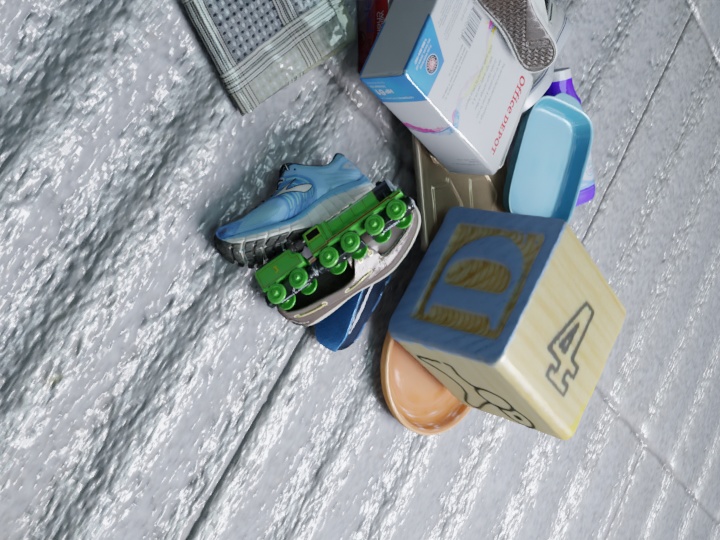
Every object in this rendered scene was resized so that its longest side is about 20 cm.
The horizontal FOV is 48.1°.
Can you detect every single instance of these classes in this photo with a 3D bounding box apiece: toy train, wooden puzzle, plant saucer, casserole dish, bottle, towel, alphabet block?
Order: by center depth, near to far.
[{"bbox_3d":[-0.029,-0.029,0.884,0.198,0.057,0.042,-35,157,7],"label":"toy train"},{"bbox_3d":[-0.101,-0.304,0.896,0.200,0.034,0.195,-42,119,-28],"label":"towel"},{"bbox_3d":[0.187,0.063,1.021,0.200,0.193,0.199,44,70,-38],"label":"alphabet block"},{"bbox_3d":[0.132,-0.136,1.103,0.197,0.046,0.190,-17,106,-41],"label":"wooden puzzle"},{"bbox_3d":[0.099,0.121,1.108,0.197,0.037,0.206,-5,98,-38],"label":"plant saucer"},{"bbox_3d":[0.261,-0.149,1.145,0.119,0.039,0.205,16,89,-26],"label":"casserole dish"},{"bbox_3d":[0.306,-0.199,1.220,0.082,0.065,0.205,-20,108,-32],"label":"bottle"}]

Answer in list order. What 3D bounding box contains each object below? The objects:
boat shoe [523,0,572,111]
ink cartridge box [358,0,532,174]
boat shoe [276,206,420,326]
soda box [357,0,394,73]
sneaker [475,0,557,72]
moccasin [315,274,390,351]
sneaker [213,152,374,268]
[{"bbox_3d":[0.238,-0.317,1.144,0.086,0.074,0.204,43,61,-26],"label":"boat shoe"},{"bbox_3d":[0.108,-0.229,0.964,0.199,0.084,0.147,37,70,-38],"label":"ink cartridge box"},{"bbox_3d":[-0.014,-0.011,0.928,0.199,0.072,0.059,-39,166,6],"label":"boat shoe"},{"bbox_3d":[0.038,-0.344,0.987,0.069,0.063,0.205,-7,99,-38],"label":"soda box"},{"bbox_3d":[0.168,-0.329,0.933,0.201,0.071,0.086,55,25,-40],"label":"sneaker"},{"bbox_3d":[0.000,0.000,0.997,0.203,0.080,0.068,-62,156,6],"label":"moccasin"},{"bbox_3d":[-0.082,-0.073,0.927,0.197,0.079,0.091,-26,73,-22],"label":"sneaker"}]
